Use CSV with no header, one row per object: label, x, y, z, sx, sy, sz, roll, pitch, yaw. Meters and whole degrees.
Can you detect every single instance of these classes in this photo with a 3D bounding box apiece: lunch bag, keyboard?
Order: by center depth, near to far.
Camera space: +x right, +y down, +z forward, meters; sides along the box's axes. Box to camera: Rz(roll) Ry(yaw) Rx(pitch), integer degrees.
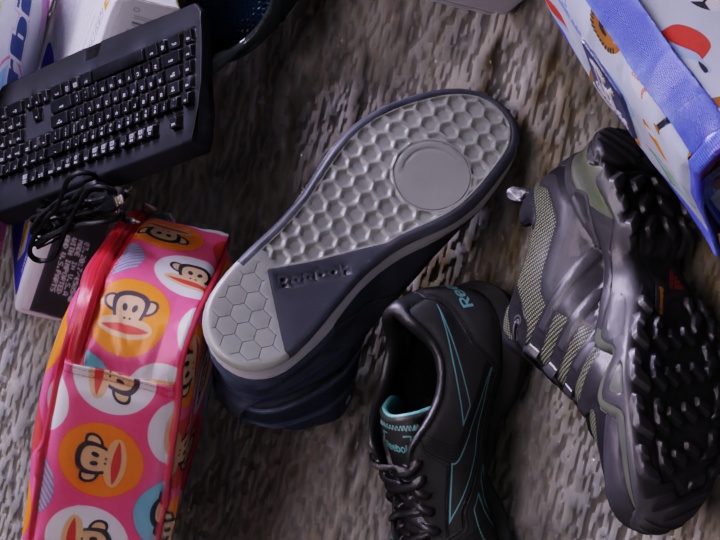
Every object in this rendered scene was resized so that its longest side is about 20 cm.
lunch bag,0.168,-0.097,1.266,0.124,0.199,0.170,-47,58,28
keyboard,-0.145,-0.068,1.486,0.200,0.039,0.105,-18,74,50
lunch bag,-0.119,0.072,1.541,0.081,0.176,0.201,15,113,3

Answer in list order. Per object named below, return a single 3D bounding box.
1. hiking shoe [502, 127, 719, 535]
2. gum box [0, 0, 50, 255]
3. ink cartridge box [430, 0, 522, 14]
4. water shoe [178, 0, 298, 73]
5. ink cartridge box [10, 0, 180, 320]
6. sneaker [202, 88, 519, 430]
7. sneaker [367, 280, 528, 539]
hiking shoe,0.119,0.038,1.393,0.100,0.075,0.201,-29,58,46
gum box,-0.233,-0.087,1.609,0.066,0.114,0.201,9,83,9
ink cartridge box,0.080,-0.220,1.395,0.200,0.144,0.084,-37,61,34
water shoe,-0.037,-0.182,1.532,0.071,0.079,0.200,33,121,-2
ink cartridge box,-0.156,-0.104,1.627,0.200,0.047,0.199,-104,30,-61
sneaker,-0.002,-0.001,1.496,0.202,0.146,0.077,-41,73,-15
sneaker,0.032,0.104,1.452,0.075,0.079,0.201,2,89,41
